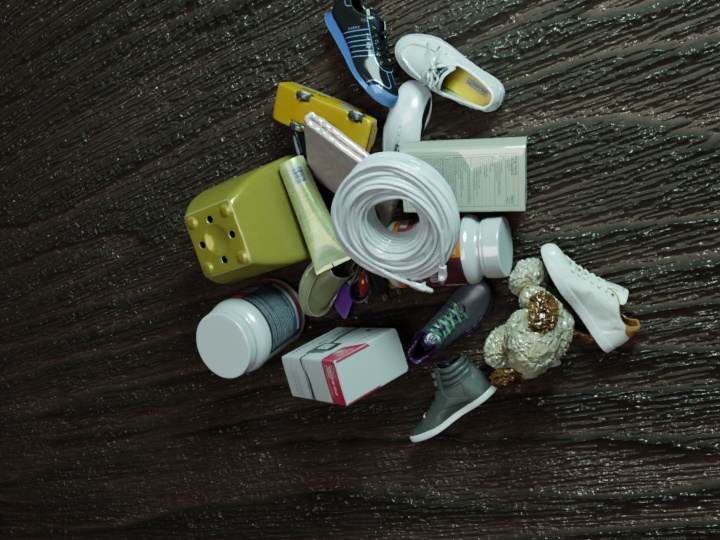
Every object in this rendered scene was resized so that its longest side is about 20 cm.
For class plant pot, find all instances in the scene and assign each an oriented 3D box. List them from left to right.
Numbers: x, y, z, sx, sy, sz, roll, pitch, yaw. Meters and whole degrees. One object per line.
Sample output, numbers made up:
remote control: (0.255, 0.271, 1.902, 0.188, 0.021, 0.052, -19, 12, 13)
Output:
plant pot: (-0.208, -0.080, 1.206, 0.192, 0.199, 0.199, -15, 99, 30)

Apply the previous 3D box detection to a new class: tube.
tube: (-0.086, -0.100, 1.165, 0.058, 0.051, 0.204, -25, 89, 60)

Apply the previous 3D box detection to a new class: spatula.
spatula: (0.000, 0.000, 1.225, 0.057, 0.020, 0.202, 50, 119, 33)

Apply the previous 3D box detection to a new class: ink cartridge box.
ink cartridge box: (-0.033, 0.167, 1.185, 0.198, 0.143, 0.085, -7, 105, 56)

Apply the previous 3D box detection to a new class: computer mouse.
computer mouse: (0.065, -0.219, 1.113, 0.108, 0.044, 0.205, 22, 114, 21)

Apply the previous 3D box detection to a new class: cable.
cable: (0.010, -0.021, 1.158, 0.095, 0.051, 0.204, -17, 119, 1)
cable: (0.054, -0.079, 0.982, 0.195, 0.070, 0.204, 17, 129, 9)

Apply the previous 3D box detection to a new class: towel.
towel: (-0.015, -0.162, 1.097, 0.189, 0.200, 0.032, 37, 75, 7)

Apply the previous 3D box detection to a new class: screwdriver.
screwdriver: (-0.096, -0.170, 1.217, 0.028, 0.028, 0.205, -12, 97, 0)

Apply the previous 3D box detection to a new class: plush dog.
plush dog: (0.277, 0.106, 1.029, 0.158, 0.171, 0.204, 25, 115, 19)

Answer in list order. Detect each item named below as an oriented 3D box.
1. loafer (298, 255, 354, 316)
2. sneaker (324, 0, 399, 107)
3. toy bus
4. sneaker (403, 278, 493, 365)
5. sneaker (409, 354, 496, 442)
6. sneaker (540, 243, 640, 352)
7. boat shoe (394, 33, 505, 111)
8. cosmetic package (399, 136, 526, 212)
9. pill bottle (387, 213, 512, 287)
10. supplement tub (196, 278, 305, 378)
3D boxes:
loafer: (-0.055, 0.005, 1.210, 0.068, 0.074, 0.204, 45, 120, 47)
sneaker: (0.016, -0.367, 1.070, 0.078, 0.070, 0.203, -37, 79, 34)
toy bus: (-0.059, -0.266, 1.142, 0.196, 0.078, 0.067, 25, 114, 18)
sneaker: (0.154, 0.098, 1.139, 0.074, 0.087, 0.201, 43, 120, 8)
sneaker: (0.146, 0.228, 1.198, 0.199, 0.070, 0.100, -42, 83, 24)
sneaker: (0.363, 0.026, 1.026, 0.084, 0.073, 0.201, -36, 99, 27)
boat shoe: (0.129, -0.308, 1.029, 0.200, 0.086, 0.076, 37, 118, 12)
cosmetic package: (0.165, -0.152, 1.045, 0.194, 0.073, 0.106, 2, 112, 16)
pill bottle: (0.146, -0.032, 1.089, 0.195, 0.114, 0.117, -4, 104, 28)
supplement tub: (-0.207, 0.108, 1.262, 0.137, 0.199, 0.144, 8, 109, 24)
